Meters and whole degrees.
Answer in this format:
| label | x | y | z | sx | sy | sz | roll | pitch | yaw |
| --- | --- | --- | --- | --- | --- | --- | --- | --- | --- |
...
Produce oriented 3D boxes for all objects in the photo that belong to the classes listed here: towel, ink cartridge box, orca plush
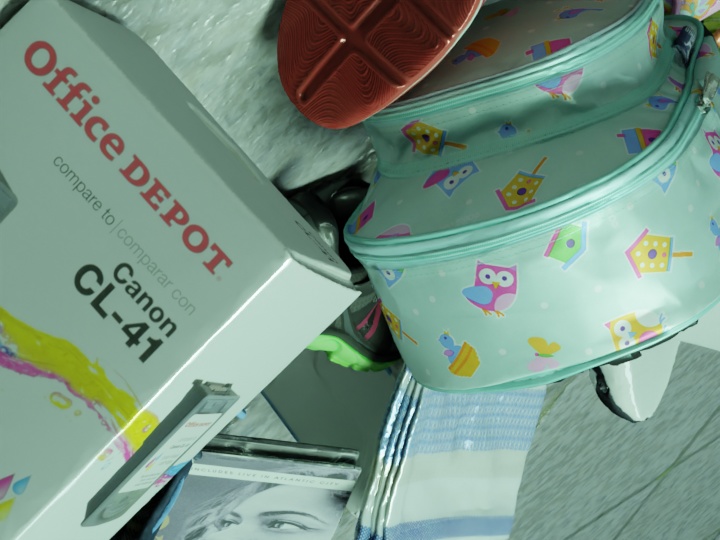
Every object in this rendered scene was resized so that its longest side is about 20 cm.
| label | x | y | z | sx | sy | sz | roll | pitch | yaw |
| --- | --- | --- | --- | --- | --- | --- | --- | --- | --- |
| towel | 0.065 | 0.057 | 1.195 | 0.147 | 0.024 | 0.201 | 5 | 103 | -56 |
| ink cartridge box | 0.007 | 0.094 | 1.320 | 0.067 | 0.116 | 0.200 | -38 | 163 | 0 |
| ink cartridge box | -0.125 | 0.020 | 0.827 | 0.200 | 0.148 | 0.086 | -46 | 163 | 8 |
| orca plush | 0.150 | -0.009 | 1.380 | 0.105 | 0.071 | 0.200 | -36 | 127 | -35 |

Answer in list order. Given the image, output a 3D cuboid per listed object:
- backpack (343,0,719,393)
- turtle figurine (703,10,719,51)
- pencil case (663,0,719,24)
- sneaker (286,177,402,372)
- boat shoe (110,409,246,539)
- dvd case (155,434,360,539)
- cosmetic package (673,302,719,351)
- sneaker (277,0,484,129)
| label | x | y | z | sx | sy | sz | roll | pitch | yaw |
| --- | --- | --- | --- | --- | --- | --- | --- | --- | --- |
| backpack | 0.080 | -0.039 | 0.997 | 0.175 | 0.154 | 0.200 | -15 | -152 | 17 |
| turtle figurine | 0.181 | -0.084 | 1.233 | 0.162 | 0.064 | 0.200 | -65 | -171 | -17 |
| pencil case | 0.187 | -0.183 | 1.117 | 0.200 | 0.087 | 0.088 | -32 | 160 | -27 |
| sneaker | 0.000 | 0.000 | 1.157 | 0.084 | 0.077 | 0.200 | -42 | 164 | 14 |
| boat shoe | -0.091 | 0.072 | 1.001 | 0.069 | 0.084 | 0.201 | -20 | -127 | 63 |
| dvd case | -0.092 | 0.142 | 1.225 | 0.148 | 0.016 | 0.200 | 7 | 146 | -9 |
| cosmetic package | 0.254 | -0.032 | 1.267 | 0.200 | 0.113 | 0.081 | 118 | -15 | -51 |
| sneaker | 0.055 | -0.139 | 0.950 | 0.200 | 0.078 | 0.115 | -49 | 160 | 24 |
